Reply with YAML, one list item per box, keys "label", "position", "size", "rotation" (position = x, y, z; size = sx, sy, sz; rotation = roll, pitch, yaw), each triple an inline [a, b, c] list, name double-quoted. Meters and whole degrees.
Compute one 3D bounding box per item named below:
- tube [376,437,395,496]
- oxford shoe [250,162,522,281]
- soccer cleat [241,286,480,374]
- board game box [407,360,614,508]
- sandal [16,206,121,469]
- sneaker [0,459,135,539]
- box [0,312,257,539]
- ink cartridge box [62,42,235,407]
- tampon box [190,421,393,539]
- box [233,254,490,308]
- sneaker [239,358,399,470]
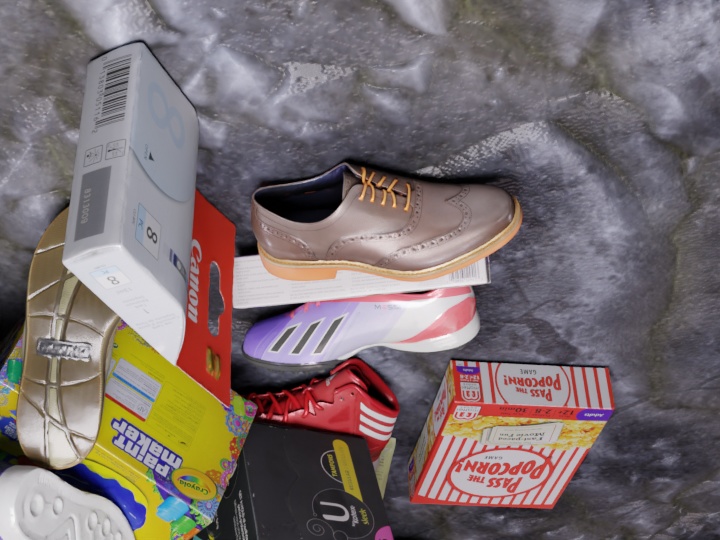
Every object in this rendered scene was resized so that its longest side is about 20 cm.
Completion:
- label: "tube"
  position: [-0.013, 0.253, 1.252]
  size: [0.051, 0.203, 0.058]
  rotation: [3, 168, 25]
- label: "oxford shoe"
  position: [0.017, -0.039, 0.947]
  size: [0.197, 0.072, 0.073]
  rotation: [-8, 140, 7]
- label: "soccer cleat"
  position: [-0.005, 0.032, 1.060]
  size: [0.197, 0.069, 0.074]
  rotation: [-8, 121, 13]
- label: "board game box"
  position: [0.136, 0.158, 1.247]
  size: [0.149, 0.047, 0.201]
  rotation: [3, 144, -9]
- label: "sandal"
  position: [-0.206, 0.042, 0.964]
  size: [0.079, 0.203, 0.054]
  rotation: [11, 178, -5]
- label: "sneaker"
  position: [-0.268, 0.199, 0.992]
  size: [0.144, 0.082, 0.201]
  rotation: [-2, 148, 21]
- label: "box"
  position: [-0.226, 0.142, 1.083]
  size: [0.199, 0.123, 0.192]
  rotation: [35, 133, -14]
- label: "ink cartridge box"
  position: [-0.117, -0.025, 0.876]
  size: [0.047, 0.162, 0.200]
  rotation: [-16, 143, 19]
- label: "tampon box"
  position: [-0.068, 0.257, 1.128]
  size: [0.125, 0.151, 0.202]
  rotation: [11, 122, -21]
- label: "box"
  position: [0.000, 0.000, 1.004]
  size: [0.197, 0.042, 0.039]
  rotation: [-7, 178, 9]
- label: "sneaker"
  position: [-0.059, 0.113, 1.169]
  size: [0.197, 0.079, 0.116]
  rotation: [10, 127, -22]
